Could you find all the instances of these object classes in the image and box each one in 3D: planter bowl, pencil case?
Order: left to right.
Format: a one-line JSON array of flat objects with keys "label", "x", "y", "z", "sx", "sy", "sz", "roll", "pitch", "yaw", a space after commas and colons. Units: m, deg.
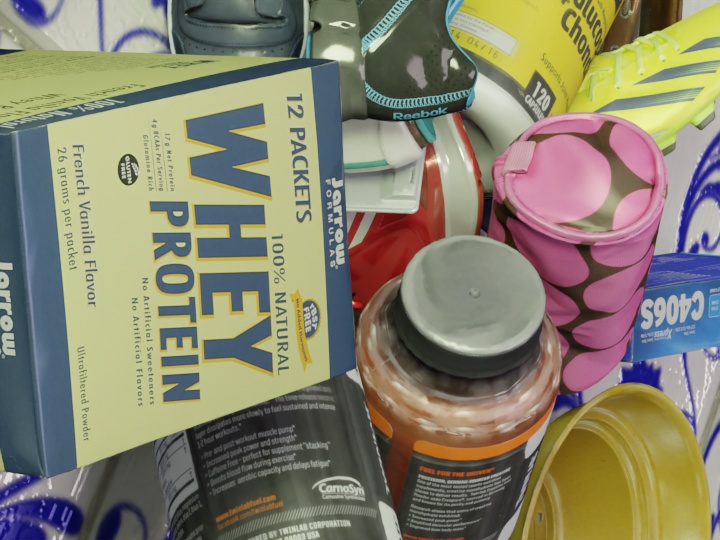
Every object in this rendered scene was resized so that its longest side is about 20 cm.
[{"label": "pencil case", "x": 0.102, "y": -0.007, "z": 1.500, "sx": 0.091, "sy": 0.094, "sz": 0.200, "roll": -60, "pitch": 169, "yaw": -26}, {"label": "planter bowl", "x": 0.113, "y": 0.160, "z": 1.646, "sx": 0.200, "sy": 0.083, "sz": 0.201, "roll": -7, "pitch": 99, "yaw": -52}]

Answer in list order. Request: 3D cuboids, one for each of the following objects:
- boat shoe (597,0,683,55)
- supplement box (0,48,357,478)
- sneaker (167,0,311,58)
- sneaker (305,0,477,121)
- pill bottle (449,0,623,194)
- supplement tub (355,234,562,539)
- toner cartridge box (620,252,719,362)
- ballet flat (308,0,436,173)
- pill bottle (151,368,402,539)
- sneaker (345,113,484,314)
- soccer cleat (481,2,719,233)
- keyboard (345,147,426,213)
[{"label": "boat shoe", "x": 0.155, "y": -0.106, "z": 1.677, "sx": 0.076, "sy": 0.072, "sz": 0.200, "roll": -20, "pitch": 110, "yaw": -50}, {"label": "supplement box", "x": -0.140, "y": -0.012, "z": 1.199, "sx": 0.200, "sy": 0.200, "sz": 0.135, "roll": -18, "pitch": 108, "yaw": -50}, {"label": "sneaker", "x": -0.057, "y": -0.168, "z": 1.362, "sx": 0.109, "sy": 0.070, "sz": 0.200, "roll": 75, "pitch": 20, "yaw": -80}, {"label": "sneaker", "x": 0.019, "y": -0.161, "z": 1.376, "sx": 0.073, "sy": 0.082, "sz": 0.200, "roll": 90, "pitch": 2, "yaw": -73}, {"label": "pill bottle", "x": 0.080, "y": -0.148, "z": 1.542, "sx": 0.112, "sy": 0.112, "sz": 0.200, "roll": 53, "pitch": 55, "yaw": -42}, {"label": "supplement tub", "x": 0.042, "y": 0.069, "z": 1.455, "sx": 0.107, "sy": 0.107, "sz": 0.200, "roll": -54, "pitch": 166, "yaw": -34}, {"label": "toner cartridge box", "x": 0.173, "y": 0.020, "z": 1.698, "sx": 0.200, "sy": 0.095, "sz": 0.043, "roll": -7, "pitch": 101, "yaw": -51}, {"label": "ballet flat", "x": -0.017, "y": -0.131, "z": 1.437, "sx": 0.069, "sy": 0.069, "sz": 0.200, "roll": 32, "pitch": 36, "yaw": -50}, {"label": "pill bottle", "x": -0.043, "y": 0.092, "z": 1.370, "sx": 0.106, "sy": 0.106, "sz": 0.200, "roll": 26, "pitch": 43, "yaw": -51}, {"label": "sneaker", "x": 0.000, "y": 0.000, "z": 1.507, "sx": 0.115, "sy": 0.078, "sz": 0.200, "roll": -11, "pitch": 135, "yaw": -9}, {"label": "soccer cleat", "x": 0.136, "y": -0.094, "z": 1.607, "sx": 0.200, "sy": 0.065, "sz": 0.084, "roll": -39, "pitch": 100, "yaw": -8}, {"label": "keyboard", "x": 0.011, "y": -0.113, "z": 1.460, "sx": 0.011, "sy": 0.056, "sz": 0.200, "roll": 68, "pitch": 25, "yaw": -54}]
